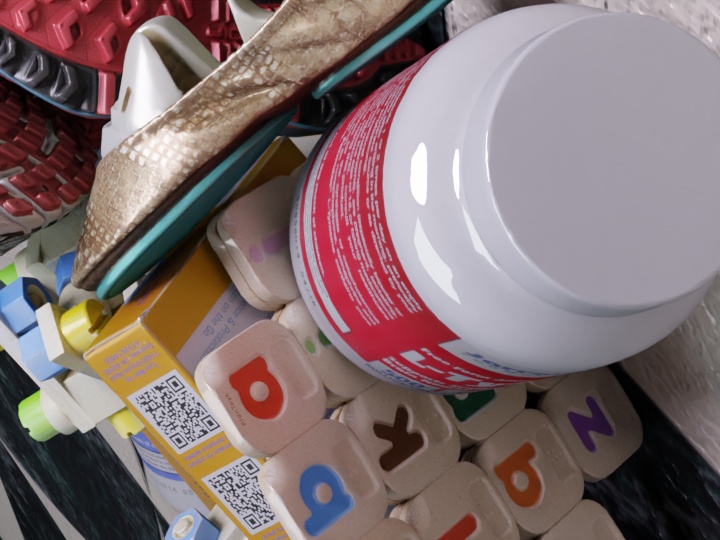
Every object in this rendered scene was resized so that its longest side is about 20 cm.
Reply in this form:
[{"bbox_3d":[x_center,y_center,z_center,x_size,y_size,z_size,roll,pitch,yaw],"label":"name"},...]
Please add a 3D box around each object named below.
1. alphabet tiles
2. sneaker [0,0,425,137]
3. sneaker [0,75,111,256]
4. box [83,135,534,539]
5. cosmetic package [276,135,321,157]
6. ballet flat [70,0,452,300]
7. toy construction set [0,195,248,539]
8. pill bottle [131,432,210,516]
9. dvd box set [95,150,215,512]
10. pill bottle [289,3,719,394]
[{"bbox_3d":[0.025,0.050,0.956,0.015,0.195,0.201,-30,92,39],"label":"alphabet tiles"},{"bbox_3d":[-0.079,-0.080,0.981,0.095,0.199,0.080,-14,68,56],"label":"sneaker"},{"bbox_3d":[-0.138,-0.031,0.958,0.078,0.082,0.200,38,-166,0],"label":"sneaker"},{"bbox_3d":[0.001,0.062,0.966,0.041,0.119,0.200,-28,108,41],"label":"box"},{"bbox_3d":[0.000,0.000,1.118,0.104,0.073,0.200,62,164,-14],"label":"cosmetic package"},{"bbox_3d":[-0.037,-0.073,0.896,0.065,0.200,0.071,49,-165,0],"label":"ballet flat"},{"bbox_3d":[-0.072,0.048,1.030,0.132,0.092,0.200,-95,-18,-49],"label":"toy construction set"},{"bbox_3d":[-0.088,0.018,1.354,0.112,0.112,0.201,35,153,54],"label":"pill bottle"},{"bbox_3d":[-0.065,0.029,1.227,0.200,0.029,0.147,54,-148,-34],"label":"dvd box set"},{"bbox_3d":[0.051,-0.021,0.844,0.113,0.112,0.200,58,165,-2],"label":"pill bottle"}]
